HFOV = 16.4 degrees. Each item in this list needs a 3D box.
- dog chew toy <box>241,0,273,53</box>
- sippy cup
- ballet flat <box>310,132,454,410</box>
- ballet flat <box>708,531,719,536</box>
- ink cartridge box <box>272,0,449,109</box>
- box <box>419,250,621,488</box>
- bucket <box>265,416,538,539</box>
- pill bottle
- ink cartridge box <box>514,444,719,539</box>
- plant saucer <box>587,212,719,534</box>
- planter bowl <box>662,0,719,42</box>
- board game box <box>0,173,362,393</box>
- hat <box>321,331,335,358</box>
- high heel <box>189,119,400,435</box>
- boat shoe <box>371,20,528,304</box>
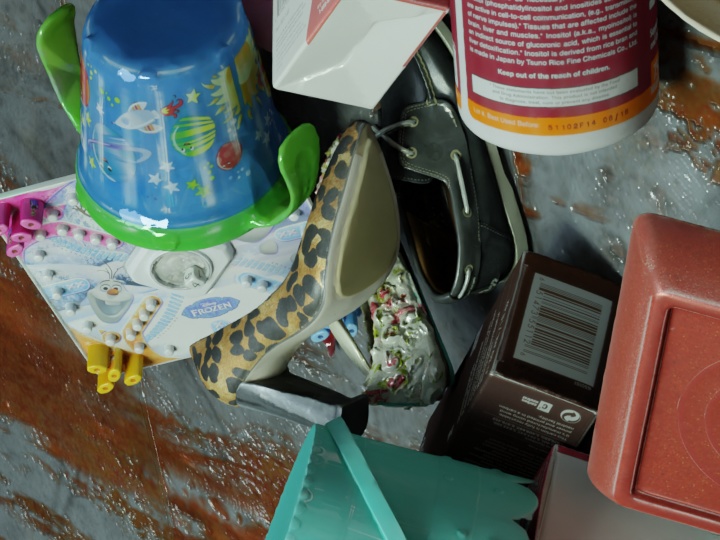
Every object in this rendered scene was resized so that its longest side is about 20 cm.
[{"bbox_3d":[-0.077,-0.210,1.537,0.200,0.124,0.125,46,144,23],"label":"dog chew toy"},{"bbox_3d":[-0.110,-0.103,1.488,0.131,0.177,0.140,86,-175,-48],"label":"sippy cup"},{"bbox_3d":[0.000,0.000,1.579,0.076,0.064,0.201,91,161,-59],"label":"ballet flat"},{"bbox_3d":[0.212,0.067,1.382,0.068,0.068,0.201,26,133,44],"label":"ballet flat"},{"bbox_3d":[-0.002,-0.211,1.433,0.117,0.067,0.201,132,142,-56],"label":"ink cartridge box"},{"bbox_3d":[0.090,0.089,1.525,0.075,0.100,0.200,20,141,-2],"label":"box"},{"bbox_3d":[0.007,0.191,1.443,0.134,0.208,0.208,19,142,-4],"label":"bucket"},{"bbox_3d":[0.101,-0.172,1.323,0.113,0.113,0.201,28,134,42],"label":"pill bottle"},{"bbox_3d":[0.145,0.208,1.505,0.144,0.085,0.200,19,141,-5],"label":"ink cartridge box"},{"bbox_3d":[0.223,0.079,1.319,0.199,0.037,0.200,15,132,11],"label":"plant saucer"},{"bbox_3d":[0.210,-0.212,1.121,0.200,0.134,0.201,33,137,38],"label":"planter bowl"},{"bbox_3d":[-0.119,-0.001,1.648,0.200,0.199,0.026,62,-161,-48],"label":"board game box"},{"bbox_3d":[-0.058,-0.070,1.678,0.175,0.166,0.200,24,165,0],"label":"hat"},{"bbox_3d":[-0.050,-0.004,1.535,0.142,0.071,0.201,18,108,38],"label":"high heel"},{"bbox_3d":[0.039,-0.079,1.523,0.072,0.067,0.201,-11,100,57],"label":"boat shoe"}]
